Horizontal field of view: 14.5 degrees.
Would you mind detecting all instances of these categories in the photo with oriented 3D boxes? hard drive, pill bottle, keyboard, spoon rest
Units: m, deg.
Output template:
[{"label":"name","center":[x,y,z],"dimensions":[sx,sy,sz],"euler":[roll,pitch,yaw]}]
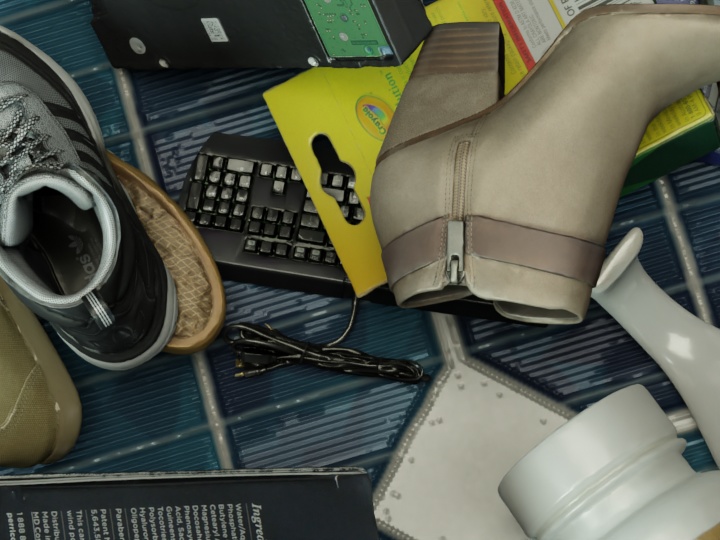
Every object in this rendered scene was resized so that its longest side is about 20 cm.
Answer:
[{"label":"hard drive","center":[-0.071,-0.165,1.396],"dimensions":[0.199,0.140,0.038],"euler":[3,40,41]},{"label":"pill bottle","center":[0.158,0.159,1.350],"dimensions":[0.114,0.114,0.200],"euler":[-34,76,-5]},{"label":"keyboard","center":[0.000,0.000,1.451],"dimensions":[0.199,0.021,0.128],"euler":[8,76,7]},{"label":"spoon rest","center":[0.195,0.059,1.404],"dimensions":[0.200,0.061,0.099],"euler":[42,83,-1]}]

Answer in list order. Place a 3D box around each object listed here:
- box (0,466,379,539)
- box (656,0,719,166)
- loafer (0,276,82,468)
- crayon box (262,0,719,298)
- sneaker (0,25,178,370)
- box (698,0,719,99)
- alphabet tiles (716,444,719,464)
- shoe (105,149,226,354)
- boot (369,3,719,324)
[{"label":"box","center":[-0.119,0.169,1.285],"dimensions":[0.196,0.200,0.125],"euler":[-1,74,-33]},{"label":"box","center":[0.235,-0.104,1.453],"dimensions":[0.199,0.032,0.122],"euler":[13,77,9]},{"label":"loafer","center":[-0.214,0.015,1.425],"dimensions":[0.067,0.076,0.200],"euler":[-21,70,-48]},{"label":"crayon box","center":[0.066,-0.078,1.428],"dimensions":[0.199,0.051,0.127],"euler":[-26,71,4]},{"label":"sneaker","center":[-0.158,-0.048,1.371],"dimensions":[0.075,0.114,0.200],"euler":[-32,79,0]},{"label":"box","center":[0.269,-0.154,1.424],"dimensions":[0.199,0.040,0.137],"euler":[-7,63,-1]},{"label":"alphabet tiles","center":[0.279,0.097,1.413],"dimensions":[0.199,0.006,0.167],"euler":[-7,76,2]},{"label":"shoe","center":[-0.142,-0.032,1.453],"dimensions":[0.200,0.053,0.070],"euler":[43,87,11]},{"label":"boot","center":[0.102,-0.048,1.349],"dimensions":[0.199,0.070,0.147],"euler":[-3,73,20]}]
